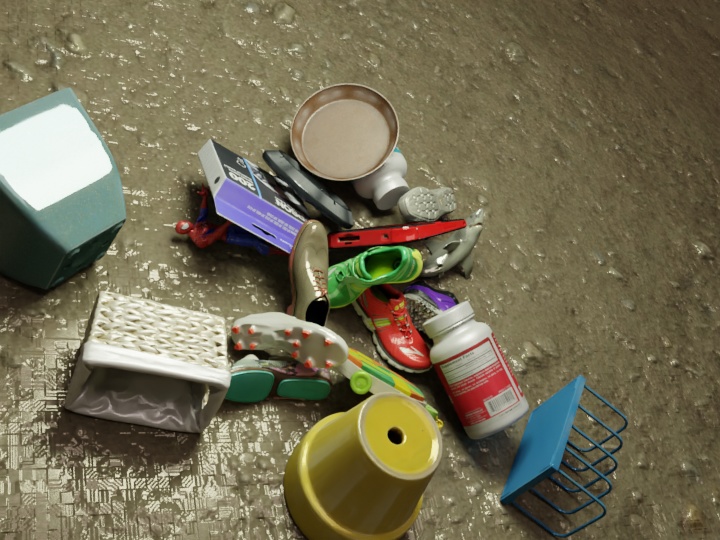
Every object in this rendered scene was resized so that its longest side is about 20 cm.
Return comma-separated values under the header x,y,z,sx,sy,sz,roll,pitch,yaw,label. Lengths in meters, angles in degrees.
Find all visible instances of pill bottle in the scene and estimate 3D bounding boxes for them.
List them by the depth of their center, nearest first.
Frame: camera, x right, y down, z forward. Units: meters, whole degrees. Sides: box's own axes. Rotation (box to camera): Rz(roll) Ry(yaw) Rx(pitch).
x,y,z,sx,sy,sz,roll,pitch,yaw,label
0.181,0.158,1.461,0.112,0.112,0.202,-24,87,-41,pill bottle
0.017,-0.214,1.697,0.110,0.111,0.202,-11,62,-36,pill bottle

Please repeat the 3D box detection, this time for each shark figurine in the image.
x,y,z,sx,sy,sz,roll,pitch,yaw,label
0.130,-0.032,1.661,0.212,0.130,0.089,-26,43,-23,shark figurine

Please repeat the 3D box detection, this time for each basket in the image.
x,y,z,sx,sy,sz,roll,pitch,yaw,label
-0.286,0.124,1.232,0.197,0.136,0.125,13,47,-21,basket

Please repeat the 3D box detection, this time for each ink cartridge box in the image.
x,y,z,sx,sy,sz,roll,pitch,yaw,label
-0.162,-0.113,1.474,0.197,0.043,0.201,30,21,-34,ink cartridge box

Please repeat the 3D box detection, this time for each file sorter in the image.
x,y,z,sx,sy,sz,roll,pitch,yaw,label
0.335,0.302,1.456,0.122,0.139,0.201,37,45,-4,file sorter

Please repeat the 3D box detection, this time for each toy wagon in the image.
x,y,z,sx,sy,sz,roll,pitch,yaw,label
0.045,0.181,1.383,0.198,0.040,0.155,30,2,-7,toy wagon

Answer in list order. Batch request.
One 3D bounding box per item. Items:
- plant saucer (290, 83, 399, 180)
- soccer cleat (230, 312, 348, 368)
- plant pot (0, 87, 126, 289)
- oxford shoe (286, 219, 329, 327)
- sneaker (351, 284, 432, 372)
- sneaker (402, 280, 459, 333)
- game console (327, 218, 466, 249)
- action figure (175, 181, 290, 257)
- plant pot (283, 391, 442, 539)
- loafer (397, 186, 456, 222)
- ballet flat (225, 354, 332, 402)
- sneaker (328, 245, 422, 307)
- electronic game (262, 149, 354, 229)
x,y,z,sx,sy,sz,roll,pitch,yaw,label
-0.028,-0.244,1.635,0.197,0.035,0.203,-2,66,5,plant saucer
-0.101,0.096,1.354,0.197,0.070,0.077,8,23,23,soccer cleat
-0.448,-0.096,1.281,0.201,0.196,0.195,50,46,2,plant pot
-0.069,0.023,1.414,0.070,0.074,0.204,3,90,-35,oxford shoe
0.054,0.081,1.501,0.077,0.085,0.201,-25,70,-40,sneaker
0.159,0.085,1.572,0.199,0.070,0.100,38,37,-2,sneaker
0.057,-0.062,1.546,0.176,0.198,0.032,-9,96,-47,game console
-0.200,-0.080,1.472,0.197,0.100,0.065,3,31,-25,action figure
0.015,0.269,1.256,0.198,0.190,0.203,15,48,-18,plant pot
0.114,-0.117,1.675,0.199,0.069,0.071,-9,83,-61,loafer
-0.135,0.157,1.351,0.197,0.070,0.071,5,34,-32,ballet flat
0.000,0.000,1.459,0.083,0.198,0.075,37,35,-62,sneaker
-0.089,-0.140,1.559,0.199,0.042,0.200,40,7,-6,electronic game
